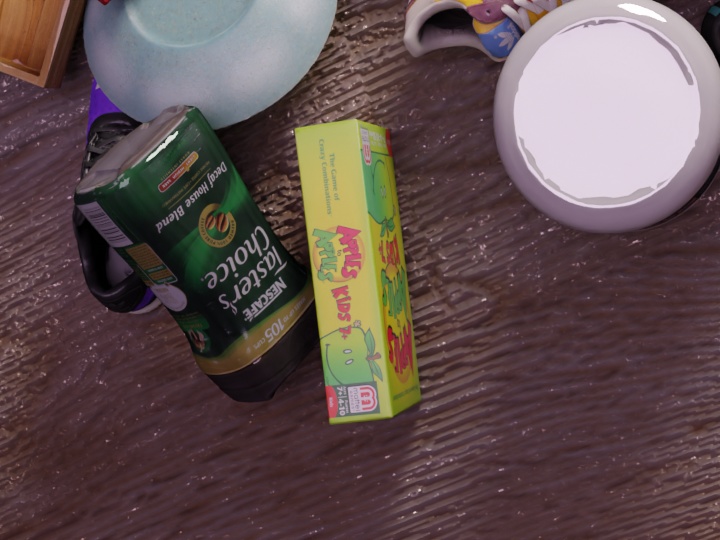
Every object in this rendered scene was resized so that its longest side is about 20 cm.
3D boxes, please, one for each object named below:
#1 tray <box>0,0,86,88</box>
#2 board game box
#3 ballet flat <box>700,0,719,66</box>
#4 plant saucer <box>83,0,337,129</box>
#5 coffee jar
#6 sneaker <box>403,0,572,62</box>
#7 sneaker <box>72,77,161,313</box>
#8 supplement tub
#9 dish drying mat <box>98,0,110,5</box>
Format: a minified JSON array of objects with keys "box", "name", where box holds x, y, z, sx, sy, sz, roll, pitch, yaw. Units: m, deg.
[{"box":[-0.241,-0.247,1.119,0.098,0.037,0.202,20,100,9],"name":"tray"},{"box":[0.000,0.000,1.073,0.047,0.102,0.203,-7,90,13],"name":"board game box"},{"box":[0.308,-0.111,1.007,0.199,0.068,0.068,35,99,11],"name":"ballet flat"},{"box":[-0.116,-0.200,1.094,0.198,0.039,0.204,-5,69,14],"name":"plant saucer"},{"box":[-0.103,-0.008,1.065,0.085,0.104,0.201,-6,126,52],"name":"coffee jar"},{"box":[0.121,-0.182,1.018,0.198,0.075,0.091,-4,52,37],"name":"sneaker"},{"box":[-0.174,-0.067,1.115,0.069,0.099,0.203,-2,91,13],"name":"sneaker"},{"box":[0.166,-0.095,0.976,0.138,0.200,0.143,0,92,15],"name":"supplement tub"},{"box":[-0.147,-0.281,1.085,0.077,0.018,0.201,43,67,-12],"name":"dish drying mat"}]
